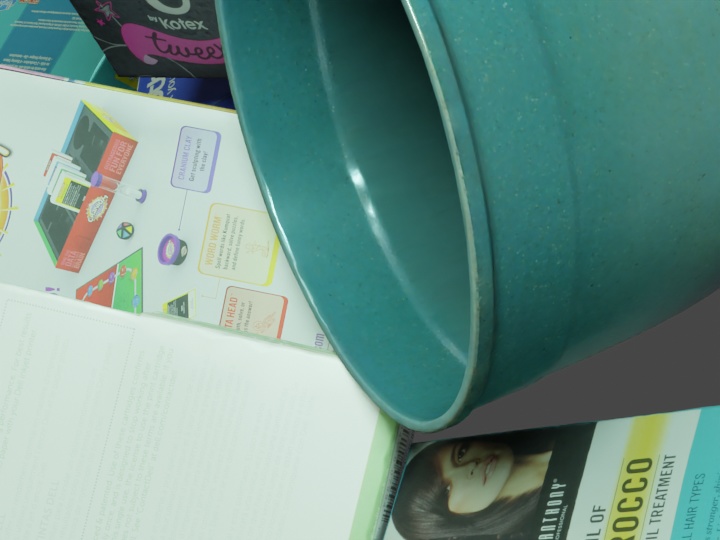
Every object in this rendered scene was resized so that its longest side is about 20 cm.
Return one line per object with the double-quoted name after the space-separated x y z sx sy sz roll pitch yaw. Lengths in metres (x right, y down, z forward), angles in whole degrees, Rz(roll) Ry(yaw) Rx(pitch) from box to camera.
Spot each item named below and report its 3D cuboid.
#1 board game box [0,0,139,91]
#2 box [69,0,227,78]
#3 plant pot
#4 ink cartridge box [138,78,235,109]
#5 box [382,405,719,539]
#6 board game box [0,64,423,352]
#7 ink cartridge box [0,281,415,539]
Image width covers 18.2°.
-0.181 -0.052 1.146 0.151 0.047 0.200 12 69 53 "board game box"
-0.028 -0.156 0.909 0.200 0.132 0.115 5 53 34 "box"
0.074 -0.073 0.728 0.188 0.200 0.200 -19 31 -17 "plant pot"
-0.051 -0.135 1.064 0.094 0.044 0.200 -26 42 32 "ink cartridge box"
0.093 0.090 0.707 0.200 0.049 0.082 -11 51 43 "box"
-0.086 0.009 0.844 0.200 0.040 0.153 12 89 8 "board game box"
-0.091 0.085 0.791 0.200 0.048 0.146 12 84 10 "ink cartridge box"
